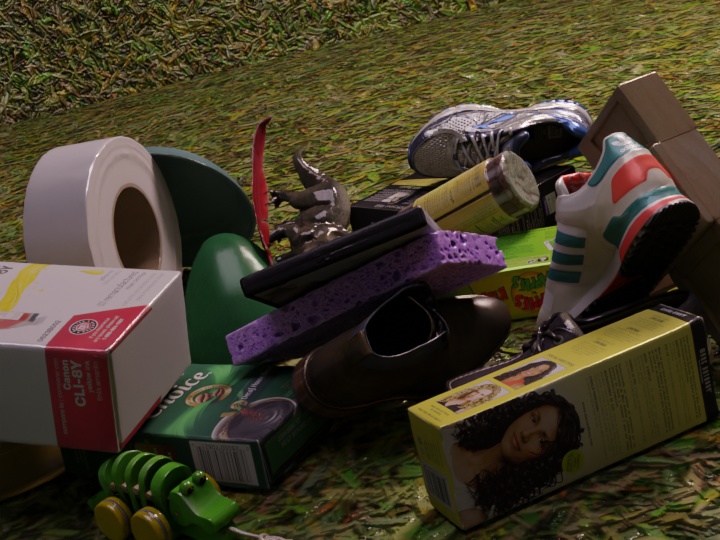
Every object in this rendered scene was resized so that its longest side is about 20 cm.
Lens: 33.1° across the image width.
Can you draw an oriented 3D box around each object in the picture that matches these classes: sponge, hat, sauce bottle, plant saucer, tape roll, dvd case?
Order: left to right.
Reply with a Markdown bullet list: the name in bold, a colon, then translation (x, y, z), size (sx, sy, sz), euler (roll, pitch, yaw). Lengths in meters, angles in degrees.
- **tape roll**: translation (-0.250, -0.029, 1.205), size (0.071, 0.203, 0.203), euler (-8, 19, 16)
- **plant saucer**: translation (-0.212, -0.076, 1.336), size (0.199, 0.200, 0.036), euler (-8, 52, 16)
- **hat**: translation (-0.126, -0.023, 1.131), size (0.165, 0.177, 0.200), euler (-16, 18, -8)
- **dvd case**: translation (0.000, 0.000, 0.948), size (0.142, 0.018, 0.200), euler (-22, -11, 8)
- **sponge**: translation (0.004, 0.023, 0.940), size (0.200, 0.030, 0.111), euler (-26, -13, 26)
- **sauce bottle**: translation (0.075, -0.045, 1.158), size (0.200, 0.065, 0.065), euler (-26, 9, 34)

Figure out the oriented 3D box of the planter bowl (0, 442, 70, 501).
- **planter bowl**: translation (-0.309, 0.114, 1.007), size (0.200, 0.084, 0.200), euler (-12, 19, 4)

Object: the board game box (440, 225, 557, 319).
- **board game box**: translation (0.140, 0.003, 1.076), size (0.199, 0.048, 0.102), euler (-9, 18, 13)

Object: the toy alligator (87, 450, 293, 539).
- **toy alligator**: translation (-0.120, 0.152, 0.808), size (0.200, 0.054, 0.059), euler (3, 25, 41)

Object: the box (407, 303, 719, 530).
- **box**: translation (0.134, 0.091, 0.782), size (0.199, 0.076, 0.050), euler (-21, 18, -19)

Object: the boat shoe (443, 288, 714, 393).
- **boat shoe**: translation (0.152, 0.060, 0.870), size (0.199, 0.065, 0.072), euler (-14, 20, 2)

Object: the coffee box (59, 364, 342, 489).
- **coffee box**: translation (-0.123, 0.115, 0.934), size (0.199, 0.044, 0.123), euler (-1, 21, 33)

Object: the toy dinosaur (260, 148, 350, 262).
- **toy dinosaur**: translation (-0.048, -0.052, 1.298), size (0.102, 0.077, 0.200), euler (-8, 40, 14)

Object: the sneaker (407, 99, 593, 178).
- **sneaker**: translation (0.147, -0.134, 1.266), size (0.199, 0.077, 0.085), euler (-11, 22, 5)

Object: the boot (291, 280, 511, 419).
- **boot**: translation (0.053, 0.050, 0.890), size (0.200, 0.075, 0.097), euler (-20, -14, -33)

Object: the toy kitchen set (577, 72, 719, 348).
- **toy kitchen set**: translation (0.287, -0.043, 0.954), size (0.180, 0.200, 0.163), euler (-22, -21, -25)

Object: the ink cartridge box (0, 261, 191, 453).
- **ink cartridge box**: translation (-0.246, 0.058, 0.902), size (0.199, 0.084, 0.145), euler (3, 24, 13)

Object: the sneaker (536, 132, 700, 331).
- **sneaker**: translation (0.176, -0.022, 0.910), size (0.070, 0.094, 0.200), euler (-14, -28, -24)

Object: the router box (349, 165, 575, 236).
- **router box**: translation (0.109, -0.067, 1.297), size (0.157, 0.052, 0.200), euler (-27, 23, -35)
